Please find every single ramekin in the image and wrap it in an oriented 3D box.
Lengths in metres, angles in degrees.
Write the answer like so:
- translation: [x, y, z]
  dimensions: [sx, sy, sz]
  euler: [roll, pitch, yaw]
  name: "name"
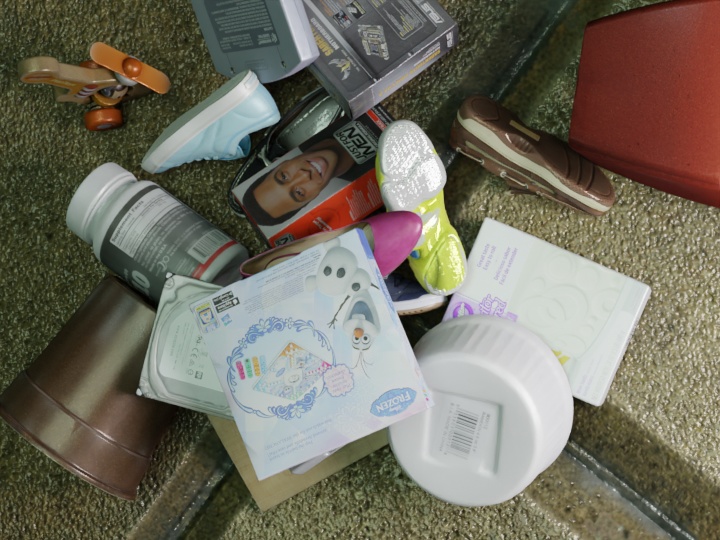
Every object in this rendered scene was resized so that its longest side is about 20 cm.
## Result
- translation: [0.123, 0.158, 1.569]
  dimensions: [0.199, 0.098, 0.202]
  euler: [7, 108, 21]
  name: "ramekin"

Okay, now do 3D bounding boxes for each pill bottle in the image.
- translation: [-0.240, -0.032, 1.693]
  dimensions: [0.199, 0.114, 0.114]
  euler: [34, 94, 14]
  name: "pill bottle"

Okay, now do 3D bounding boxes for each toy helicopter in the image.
- translation: [-0.313, -0.222, 1.679]
  dimensions: [0.131, 0.200, 0.080]
  euler: [-11, 83, 29]
  name: "toy helicopter"

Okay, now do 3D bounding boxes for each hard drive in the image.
- translation: [-0.131, 0.092, 1.563]
  dimensions: [0.198, 0.038, 0.141]
  euler: [15, 88, 6]
  name: "hard drive"

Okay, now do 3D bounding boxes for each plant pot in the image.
- translation: [0.328, -0.179, 1.537]
  dimensions: [0.175, 0.200, 0.202]
  euler: [8, 88, 24]
  name: "plant pot"
- translation: [-0.284, 0.126, 1.661]
  dimensions: [0.200, 0.200, 0.199]
  euler: [35, 87, 13]
  name: "plant pot"

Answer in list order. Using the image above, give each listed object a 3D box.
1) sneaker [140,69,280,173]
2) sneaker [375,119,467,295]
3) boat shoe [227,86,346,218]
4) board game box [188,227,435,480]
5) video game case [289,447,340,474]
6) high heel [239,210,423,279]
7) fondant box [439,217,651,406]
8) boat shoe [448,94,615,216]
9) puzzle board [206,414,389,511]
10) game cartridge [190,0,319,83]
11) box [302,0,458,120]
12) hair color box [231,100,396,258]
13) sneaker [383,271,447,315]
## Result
- translation: [-0.176, -0.152, 1.696]
  dimensions: [0.199, 0.074, 0.082]
  euler: [-29, 111, 36]
  name: "sneaker"
- translation: [0.057, -0.071, 1.601]
  dimensions: [0.075, 0.105, 0.202]
  euler: [-17, 103, -9]
  name: "sneaker"
- translation: [-0.084, -0.141, 1.691]
  dimensions: [0.200, 0.060, 0.074]
  euler: [-39, 76, 8]
  name: "boat shoe"
- translation: [-0.052, 0.088, 1.504]
  dimensions: [0.199, 0.043, 0.200]
  euler: [-24, 83, 11]
  name: "board game box"
- translation: [-0.039, 0.094, 1.593]
  dimensions: [0.182, 0.023, 0.201]
  euler: [-36, 60, 27]
  name: "video game case"
- translation: [-0.032, -0.023, 1.537]
  dimensions: [0.199, 0.096, 0.068]
  euler: [-19, 68, 34]
  name: "high heel"
- translation: [0.204, 0.046, 1.612]
  dimensions: [0.199, 0.058, 0.145]
  euler: [24, 92, 15]
  name: "fondant box"
- translation: [0.190, -0.116, 1.631]
  dimensions: [0.202, 0.075, 0.075]
  euler: [36, 129, 7]
  name: "boat shoe"
- translation: [-0.067, 0.169, 1.674]
  dimensions: [0.199, 0.017, 0.151]
  euler: [-30, 90, 12]
  name: "puzzle board"
- translation: [-0.121, -0.281, 1.649]
  dimensions: [0.040, 0.199, 0.134]
  euler: [-25, 107, -30]
  name: "game cartridge"
- translation: [-0.008, -0.294, 1.658]
  dimensions: [0.158, 0.048, 0.200]
  euler: [-37, 71, -8]
  name: "box"
- translation: [-0.034, -0.100, 1.633]
  dimensions: [0.199, 0.061, 0.102]
  euler: [-35, 49, -6]
  name: "hair color box"
- translation: [0.000, 0.000, 1.657]
  dimensions: [0.198, 0.070, 0.110]
  euler: [-3, 87, 16]
  name: "sneaker"
